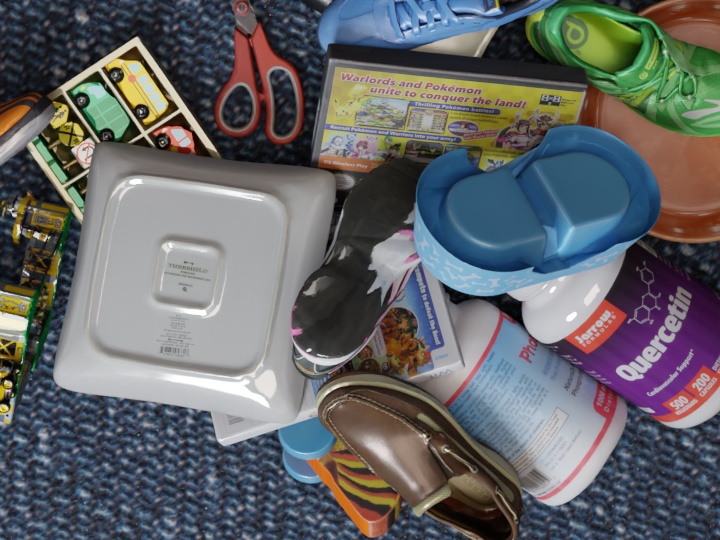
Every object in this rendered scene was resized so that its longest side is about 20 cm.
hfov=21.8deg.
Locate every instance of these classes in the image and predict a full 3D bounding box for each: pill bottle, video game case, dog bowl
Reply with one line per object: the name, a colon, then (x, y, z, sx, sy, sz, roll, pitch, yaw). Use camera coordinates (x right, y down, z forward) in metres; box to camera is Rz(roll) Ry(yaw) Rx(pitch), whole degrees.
pill bottle: (0.107, 0.093, 1.507, 0.200, 0.109, 0.109, 35, 98, -10)
video game case: (-0.032, 0.041, 1.459, 0.200, 0.018, 0.143, -18, 67, 8)
pill bottle: (0.208, 0.034, 1.485, 0.200, 0.112, 0.112, 33, 98, -18)
video game case: (0.061, -0.091, 1.460, 0.200, 0.026, 0.181, 5, 133, -7)
dog bowl: (0.128, -0.042, 1.394, 0.200, 0.050, 0.112, -15, 61, -25)

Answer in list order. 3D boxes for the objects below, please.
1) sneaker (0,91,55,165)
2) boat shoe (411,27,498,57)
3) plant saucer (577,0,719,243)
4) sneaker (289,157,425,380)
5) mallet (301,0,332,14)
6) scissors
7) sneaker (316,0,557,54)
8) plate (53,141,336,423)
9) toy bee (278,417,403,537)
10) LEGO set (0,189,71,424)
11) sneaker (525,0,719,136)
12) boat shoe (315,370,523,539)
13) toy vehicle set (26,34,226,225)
sneaker: (-0.339, -0.110, 1.447, 0.200, 0.078, 0.112, -28, 100, 16)
boat shoe: (0.061, -0.184, 1.472, 0.073, 0.062, 0.200, 38, 97, -13)
plant saucer: (0.271, -0.123, 1.510, 0.200, 0.032, 0.200, -1, 101, -3)
sneaker: (0.000, 0.000, 1.415, 0.080, 0.086, 0.200, 37, 60, 6)
mallet: (0.001, -0.297, 1.462, 0.066, 0.041, 0.200, 26, 95, -11)
scissors: (-0.085, -0.199, 1.489, 0.073, 0.014, 0.200, -3, 101, 0)
sneaker: (0.062, -0.204, 1.397, 0.200, 0.078, 0.066, -16, 103, 3)
plate: (-0.131, 0.006, 1.440, 0.199, 0.032, 0.200, 8, 84, 9)
toy bee: (-0.025, 0.113, 1.507, 0.200, 0.131, 0.109, 46, 72, 0)
LEGO set: (-0.303, 0.024, 1.440, 0.116, 0.200, 0.154, 13, 127, -4)
sneaker: (0.221, -0.154, 1.443, 0.200, 0.084, 0.074, 21, 99, -7)
boat shoe: (0.052, 0.148, 1.421, 0.202, 0.075, 0.075, 31, 121, -27)
toy vehicle set: (-0.173, -0.073, 1.501, 0.124, 0.027, 0.200, -34, 101, 4)
